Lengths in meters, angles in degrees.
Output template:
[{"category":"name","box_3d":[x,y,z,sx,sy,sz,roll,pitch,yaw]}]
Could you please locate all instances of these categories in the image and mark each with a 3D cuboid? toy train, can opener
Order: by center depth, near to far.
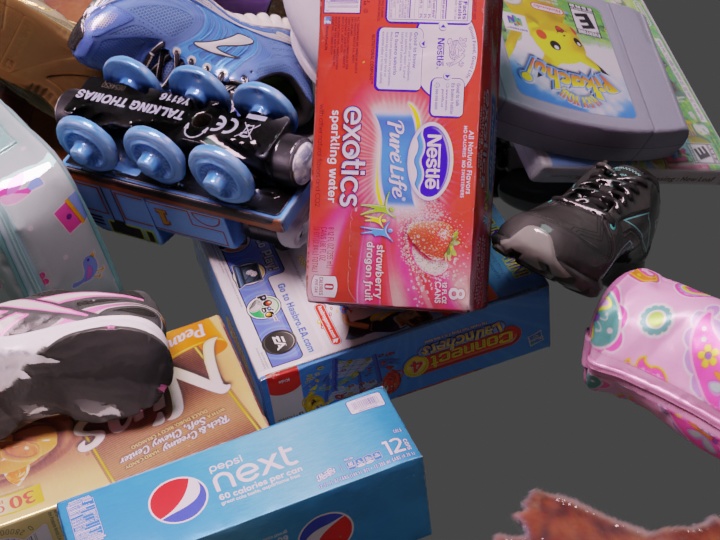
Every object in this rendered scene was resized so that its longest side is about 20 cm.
[{"category":"toy train","box_3d":[-0.110,-0.070,0.947,0.198,0.115,0.087,14,55,26]},{"category":"can opener","box_3d":[0.087,-0.091,1.073,0.198,0.054,0.067,18,43,29]}]

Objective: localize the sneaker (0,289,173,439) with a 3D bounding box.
[{"category":"sneaker","box_3d":[-0.208,0.053,0.869,0.197,0.081,0.087,-2,25,-2]}]

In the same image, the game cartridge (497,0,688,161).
[{"category":"game cartridge","box_3d":[0.128,-0.138,0.981,0.198,0.041,0.135,8,54,-26]}]

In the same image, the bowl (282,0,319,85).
[{"category":"bowl","box_3d":[0.012,-0.176,1.048,0.090,0.200,0.202,-41,31,33]}]

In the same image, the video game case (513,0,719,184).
[{"category":"video game case","box_3d":[0.161,-0.146,1.047,0.180,0.022,0.201,-1,56,-31]}]

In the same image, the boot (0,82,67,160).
[{"category":"boot","box_3d":[-0.217,-0.136,1.171,0.198,0.069,0.189,11,37,16]}]

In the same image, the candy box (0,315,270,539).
[{"category":"candy box","box_3d":[-0.158,0.110,0.877,0.198,0.056,0.116,-18,40,-12]}]

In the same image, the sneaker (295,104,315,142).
[{"category":"sneaker","box_3d":[-0.061,-0.127,1.138,0.114,0.075,0.201,3,46,0]}]

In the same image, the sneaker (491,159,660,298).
[{"category":"sneaker","box_3d":[0.139,-0.032,0.900,0.075,0.080,0.200,28,12,19]}]

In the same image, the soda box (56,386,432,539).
[{"category":"soda box","box_3d":[-0.063,0.140,0.817,0.198,0.068,0.064,-18,40,-12]}]

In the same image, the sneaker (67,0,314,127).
[{"category":"sneaker","box_3d":[-0.109,-0.144,1.017,0.198,0.079,0.090,6,49,-36]}]

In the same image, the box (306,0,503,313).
[{"category":"box","box_3d":[0.029,-0.077,0.862,0.098,0.203,0.095,3,1,12]}]

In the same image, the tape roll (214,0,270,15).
[{"category":"tape roll","box_3d":[-0.083,-0.292,1.116,0.084,0.201,0.201,19,41,-5]}]

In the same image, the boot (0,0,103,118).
[{"category":"boot","box_3d":[-0.226,-0.156,1.102,0.073,0.199,0.155,-58,24,6]}]

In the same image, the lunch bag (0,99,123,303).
[{"category":"lunch bag","box_3d":[-0.251,-0.051,0.997,0.077,0.161,0.200,-36,48,-18]}]

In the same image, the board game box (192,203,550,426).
[{"category":"board game box","box_3d":[0.000,0.000,0.980,0.194,0.056,0.201,-17,41,-10]}]

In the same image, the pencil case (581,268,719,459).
[{"category":"pencil case","box_3d":[0.223,0.073,0.835,0.199,0.088,0.087,31,53,34]}]
